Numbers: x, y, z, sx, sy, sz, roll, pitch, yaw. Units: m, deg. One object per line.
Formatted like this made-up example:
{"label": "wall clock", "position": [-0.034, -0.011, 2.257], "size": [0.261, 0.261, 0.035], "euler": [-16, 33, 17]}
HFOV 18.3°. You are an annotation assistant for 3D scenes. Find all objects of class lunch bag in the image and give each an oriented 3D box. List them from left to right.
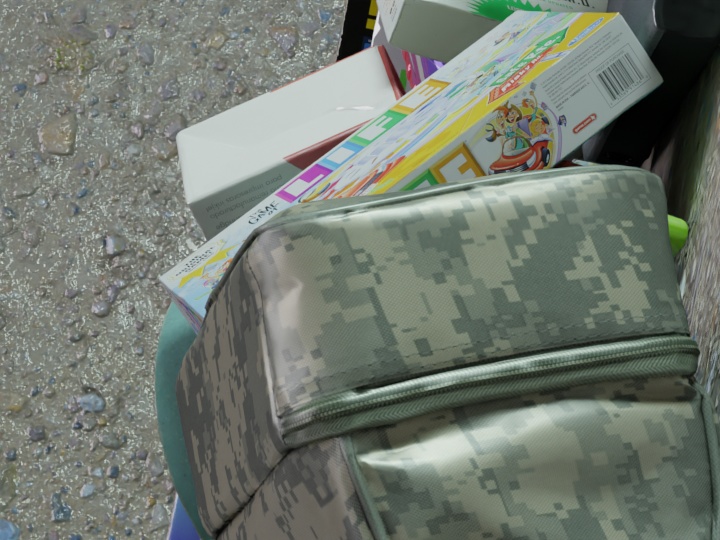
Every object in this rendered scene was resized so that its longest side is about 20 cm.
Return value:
{"label": "lunch bag", "position": [0.029, 0.077, 0.693], "size": [0.200, 0.139, 0.169], "euler": [130, 131, -68]}

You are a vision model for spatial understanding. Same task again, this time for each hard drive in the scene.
{"label": "hard drive", "position": [0.134, -0.135, 0.959], "size": [0.200, 0.033, 0.140], "euler": [102, 180, -78]}

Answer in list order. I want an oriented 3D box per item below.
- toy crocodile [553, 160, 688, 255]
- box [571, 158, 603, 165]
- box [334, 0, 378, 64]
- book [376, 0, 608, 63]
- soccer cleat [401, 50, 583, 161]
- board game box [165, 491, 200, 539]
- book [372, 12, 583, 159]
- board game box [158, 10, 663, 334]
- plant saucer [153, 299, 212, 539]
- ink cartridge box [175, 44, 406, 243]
{"label": "toy crocodile", "position": [0.071, -0.020, 0.944], "size": [0.200, 0.067, 0.062], "euler": [177, 107, -68]}
{"label": "box", "position": [0.096, 0.037, 1.084], "size": [0.200, 0.040, 0.138], "euler": [100, 180, -79]}
{"label": "box", "position": [0.075, -0.160, 1.294], "size": [0.049, 0.159, 0.201], "euler": [-43, -35, -77]}
{"label": "book", "position": [0.065, -0.151, 1.147], "size": [0.200, 0.133, 0.048], "euler": [-103, 32, -57]}
{"label": "soccer cleat", "position": [0.050, -0.097, 1.161], "size": [0.073, 0.068, 0.200], "euler": [-62, 38, 24]}
{"label": "board game box", "position": [-0.009, 0.163, 1.269], "size": [0.097, 0.199, 0.160], "euler": [99, -178, -85]}
{"label": "book", "position": [0.056, -0.036, 1.249], "size": [0.048, 0.133, 0.201], "euler": [-1, -79, -70]}
{"label": "board game box", "position": [0.015, -0.035, 0.918], "size": [0.200, 0.034, 0.134], "euler": [-37, 13, -7]}
{"label": "plant saucer", "position": [-0.003, 0.070, 1.021], "size": [0.036, 0.200, 0.201], "euler": [-31, 35, 42]}
{"label": "ink cartridge box", "position": [0.000, 0.000, 1.135], "size": [0.068, 0.116, 0.200], "euler": [-107, -9, -53]}
